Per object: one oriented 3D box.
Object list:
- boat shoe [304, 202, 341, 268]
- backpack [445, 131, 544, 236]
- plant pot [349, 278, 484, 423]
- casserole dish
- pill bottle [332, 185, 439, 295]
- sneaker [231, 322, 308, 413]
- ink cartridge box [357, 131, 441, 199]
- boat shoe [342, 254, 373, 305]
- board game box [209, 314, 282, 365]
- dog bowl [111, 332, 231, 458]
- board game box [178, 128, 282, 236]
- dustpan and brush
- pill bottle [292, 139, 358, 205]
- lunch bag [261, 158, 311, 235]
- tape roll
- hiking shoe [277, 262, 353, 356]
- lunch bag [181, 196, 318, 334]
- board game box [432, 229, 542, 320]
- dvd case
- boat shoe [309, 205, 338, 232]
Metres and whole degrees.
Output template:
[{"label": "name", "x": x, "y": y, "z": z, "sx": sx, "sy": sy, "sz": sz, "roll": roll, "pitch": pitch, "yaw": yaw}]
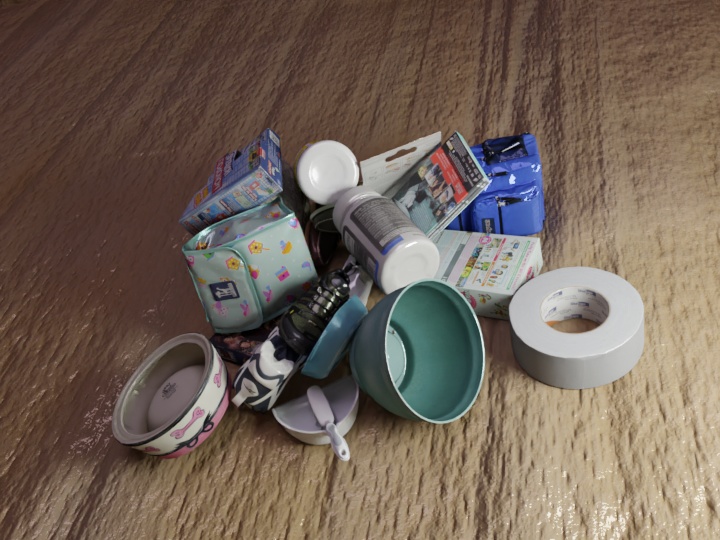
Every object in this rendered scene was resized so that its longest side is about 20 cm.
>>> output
[{"label": "boat shoe", "x": -0.065, "y": -0.077, "z": 1.577, "sx": 0.069, "sy": 0.071, "sz": 0.201, "roll": -9, "pitch": 38, "yaw": 11}, {"label": "backpack", "x": 0.226, "y": -0.140, "z": 1.480, "sx": 0.197, "sy": 0.164, "sz": 0.169, "roll": -7, "pitch": 41, "yaw": 9}, {"label": "plant pot", "x": 0.067, "y": 0.123, "z": 1.202, "sx": 0.133, "sy": 0.201, "sz": 0.201, "roll": -15, "pitch": 26, "yaw": 48}, {"label": "casserole dish", "x": -0.034, "y": 0.106, "z": 1.275, "sx": 0.039, "sy": 0.122, "sz": 0.200, "roll": 32, "pitch": 12, "yaw": 4}, {"label": "pill bottle", "x": 0.036, "y": -0.052, "z": 1.369, "sx": 0.113, "sy": 0.115, "sz": 0.200, "roll": -25, "pitch": 43, "yaw": -13}, {"label": "sneaker", "x": -0.142, "y": 0.157, "z": 1.297, "sx": 0.130, "sy": 0.079, "sz": 0.199, "roll": -46, "pitch": 3, "yaw": 21}, {"label": "ink cartridge box", "x": 0.071, "y": -0.186, "z": 1.526, "sx": 0.159, "sy": 0.201, "sz": 0.051, "roll": -22, "pitch": 62, "yaw": -5}, {"label": "boat shoe", "x": 0.000, "y": 0.000, "z": 1.449, "sx": 0.071, "sy": 0.069, "sz": 0.201, "roll": 23, "pitch": 45, "yaw": 13}, {"label": "board game box", "x": -0.154, "y": 0.086, "z": 1.432, "sx": 0.134, "sy": 0.035, "sz": 0.200, "roll": 11, "pitch": 45, "yaw": 31}, {"label": "dog bowl", "x": -0.282, "y": 0.197, "z": 1.262, "sx": 0.198, "sy": 0.074, "sz": 0.202, "roll": -27, "pitch": 36, "yaw": 21}, {"label": "board game box", "x": -0.232, "y": -0.153, "z": 1.476, "sx": 0.199, "sy": 0.062, "sz": 0.201, "roll": -36, "pitch": 31, "yaw": 16}, {"label": "dustpan and brush", "x": -0.048, "y": 0.221, "z": 1.202, "sx": 0.138, "sy": 0.058, "sz": 0.201, "roll": -22, "pitch": 38, "yaw": -9}, {"label": "pill bottle", "x": -0.068, "y": -0.184, "z": 1.528, "sx": 0.111, "sy": 0.114, "sz": 0.200, "roll": -18, "pitch": 11, "yaw": -4}, {"label": "lunch bag", "x": -0.173, "y": -0.109, "z": 1.575, "sx": 0.137, "sy": 0.169, "sz": 0.201, "roll": -7, "pitch": 37, "yaw": 9}, {"label": "tape roll", "x": 0.324, "y": 0.082, "z": 1.244, "sx": 0.197, "sy": 0.067, "sz": 0.202, "roll": -10, "pitch": 37, "yaw": 7}, {"label": "hiking shoe", "x": -0.065, "y": 0.051, "z": 1.291, "sx": 0.075, "sy": 0.101, "sz": 0.201, "roll": 34, "pitch": 29, "yaw": -6}, {"label": "lunch bag", "x": -0.185, "y": -0.002, "z": 1.382, "sx": 0.198, "sy": 0.172, "sz": 0.122, "roll": -26, "pitch": 31, "yaw": -15}, {"label": "board game box", "x": 0.191, "y": 0.003, "z": 1.394, "sx": 0.197, "sy": 0.065, "sz": 0.148, "roll": 7, "pitch": 43, "yaw": 29}, {"label": "dvd case", "x": 0.124, "y": -0.128, "z": 1.426, "sx": 0.200, "sy": 0.022, "sz": 0.147, "roll": -45, "pitch": 39, "yaw": 20}, {"label": "boat shoe", "x": 0.006, "y": -0.089, "z": 1.531, "sx": 0.199, "sy": 0.072, "sz": 0.061, "roll": -4, "pitch": 68, "yaw": -20}]
